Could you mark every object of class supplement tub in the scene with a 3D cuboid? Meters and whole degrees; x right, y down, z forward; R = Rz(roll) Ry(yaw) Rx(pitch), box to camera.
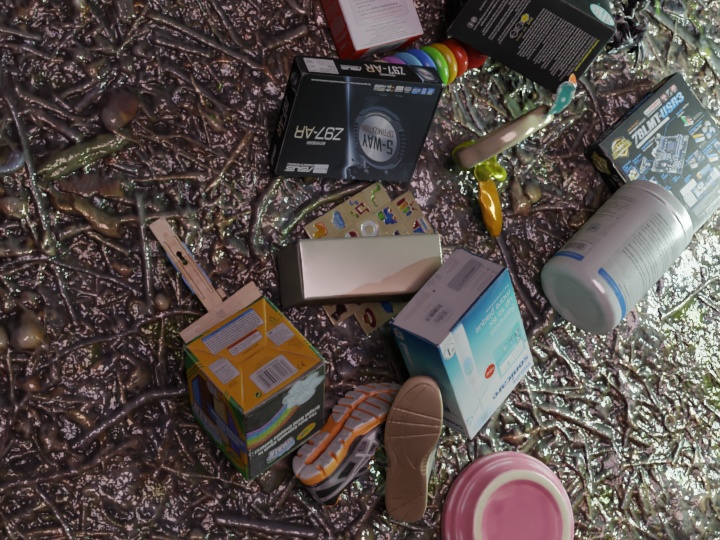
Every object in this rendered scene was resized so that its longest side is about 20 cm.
[{"bbox_3d":[0.361,-0.019,1.732,0.200,0.132,0.132,-42,97,-22],"label":"supplement tub"}]

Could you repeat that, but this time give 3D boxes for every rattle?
[{"bbox_3d":[0.237,-0.159,1.686,0.199,0.130,0.144,-27,79,-1],"label":"rattle"}]

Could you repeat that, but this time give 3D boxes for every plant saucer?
[{"bbox_3d":[0.206,0.345,1.649,0.199,0.051,0.203,4,80,-21],"label":"plant saucer"}]

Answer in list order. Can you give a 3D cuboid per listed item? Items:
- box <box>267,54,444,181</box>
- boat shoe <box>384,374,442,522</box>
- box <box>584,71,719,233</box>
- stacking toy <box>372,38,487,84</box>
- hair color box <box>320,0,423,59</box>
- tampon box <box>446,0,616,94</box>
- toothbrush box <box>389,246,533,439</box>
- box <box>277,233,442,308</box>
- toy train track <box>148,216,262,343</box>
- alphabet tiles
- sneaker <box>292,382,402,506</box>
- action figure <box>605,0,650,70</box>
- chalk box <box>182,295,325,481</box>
[{"bbox_3d":[-0.007,-0.195,1.600,0.198,0.161,0.044,2,41,-23],"label":"box"},{"bbox_3d":[0.066,0.221,1.570,0.071,0.065,0.202,4,108,3],"label":"boat shoe"},{"bbox_3d":[0.463,-0.162,1.843,0.200,0.050,0.199,-42,97,-23],"label":"box"},{"bbox_3d":[0.098,-0.283,1.703,0.199,0.085,0.086,-31,93,-30],"label":"stacking toy"},{"bbox_3d":[-0.001,-0.398,1.685,0.110,0.064,0.202,-18,89,-23],"label":"hair color box"},{"bbox_3d":[0.236,-0.366,1.711,0.199,0.127,0.150,26,35,-16],"label":"tampon box"},{"bbox_3d":[0.135,0.096,1.588,0.146,0.085,0.201,-46,140,-23],"label":"toothbrush box"},{"bbox_3d":[0.000,0.000,1.593,0.198,0.095,0.079,-4,83,-21],"label":"box"},{"bbox_3d":[-0.202,0.022,1.549,0.114,0.033,0.201,-35,89,-16],"label":"toy train track"},{"bbox_3d":[0.016,-0.018,1.657,0.199,0.006,0.167,-33,95,-24],"label":"alphabet tiles"},{"bbox_3d":[-0.007,0.219,1.578,0.200,0.078,0.078,-41,126,-29],"label":"sneaker"},{"bbox_3d":[0.377,-0.400,1.821,0.119,0.102,0.200,-42,96,-34],"label":"action figure"},{"bbox_3d":[-0.126,0.155,1.487,0.124,0.201,0.124,-32,61,-26],"label":"chalk box"}]
